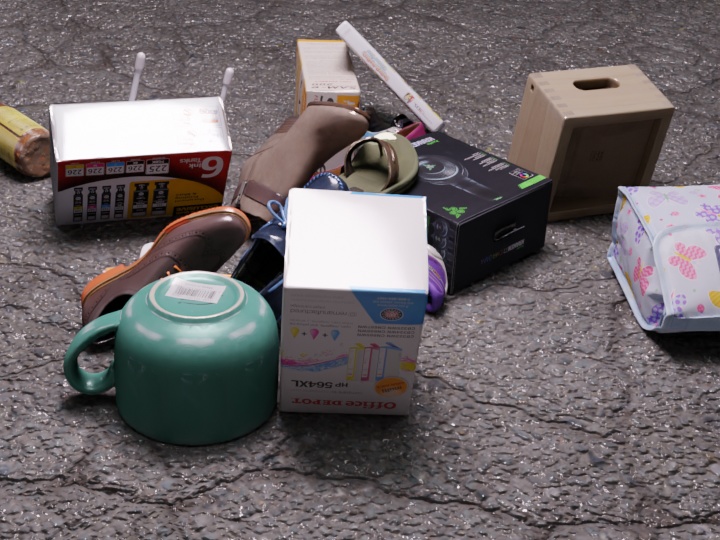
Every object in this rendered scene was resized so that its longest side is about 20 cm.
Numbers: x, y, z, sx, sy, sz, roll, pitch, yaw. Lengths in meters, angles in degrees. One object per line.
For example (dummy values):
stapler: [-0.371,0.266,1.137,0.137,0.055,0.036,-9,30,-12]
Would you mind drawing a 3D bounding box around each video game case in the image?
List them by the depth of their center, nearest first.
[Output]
video game case: [0.044,-0.256,1.704,0.182,0.023,0.200,46,7,-1]

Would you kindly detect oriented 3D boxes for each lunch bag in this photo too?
lunch bag: [0.379,-0.008,1.373,0.168,0.128,0.201,-1,36,-5]

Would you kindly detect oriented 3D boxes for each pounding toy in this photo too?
pounding toy: [0.293,-0.165,1.609,0.199,0.185,0.142,-8,43,-21]

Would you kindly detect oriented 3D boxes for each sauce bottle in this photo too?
sauce bottle: [-0.461,-0.182,1.640,0.066,0.066,0.200,-19,37,-35]

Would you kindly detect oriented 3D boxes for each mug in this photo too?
mug: [-0.164,0.074,1.162,0.184,0.115,0.152,-17,35,-33]

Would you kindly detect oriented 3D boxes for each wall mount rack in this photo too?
wall mount rack: [-0.243,-0.183,1.550,0.199,0.174,0.075,4,65,-32]

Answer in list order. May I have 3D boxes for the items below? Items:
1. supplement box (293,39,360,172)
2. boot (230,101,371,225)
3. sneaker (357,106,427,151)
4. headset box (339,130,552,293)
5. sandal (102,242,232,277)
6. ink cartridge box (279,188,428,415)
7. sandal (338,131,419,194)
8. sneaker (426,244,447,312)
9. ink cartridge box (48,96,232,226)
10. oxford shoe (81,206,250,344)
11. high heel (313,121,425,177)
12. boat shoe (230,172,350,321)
supplement box: [-0.049,-0.218,1.694,0.073,0.127,0.200,1,28,-7]
boot: [-0.076,-0.117,1.474,0.070,0.147,0.200,35,-17,-24]
sneaker: [0.071,-0.161,1.662,0.199,0.073,0.072,23,32,29]
headset box: [0.103,-0.071,1.480,0.174,0.093,0.200,-23,39,-38]
sandal: [-0.169,-0.007,1.347,0.205,0.060,0.079,4,6,-7]
ink cartridge box: [-0.010,0.041,1.178,0.128,0.201,0.126,2,46,-3]
sandal: [0.013,-0.113,1.394,0.079,0.058,0.201,11,29,16]
sneaker: [0.000,0.000,1.346,0.199,0.081,0.084,8,38,-10]
ink cartridge box: [-0.263,-0.116,1.496,0.199,0.176,0.084,-6,61,-16]
oxford shoe: [-0.191,0.010,1.259,0.199,0.071,0.073,-34,31,12]
high heel: [-0.012,-0.134,1.576,0.199,0.097,0.067,-11,32,-25]
boat shoe: [-0.075,-0.016,1.275,0.084,0.069,0.201,22,77,29]
